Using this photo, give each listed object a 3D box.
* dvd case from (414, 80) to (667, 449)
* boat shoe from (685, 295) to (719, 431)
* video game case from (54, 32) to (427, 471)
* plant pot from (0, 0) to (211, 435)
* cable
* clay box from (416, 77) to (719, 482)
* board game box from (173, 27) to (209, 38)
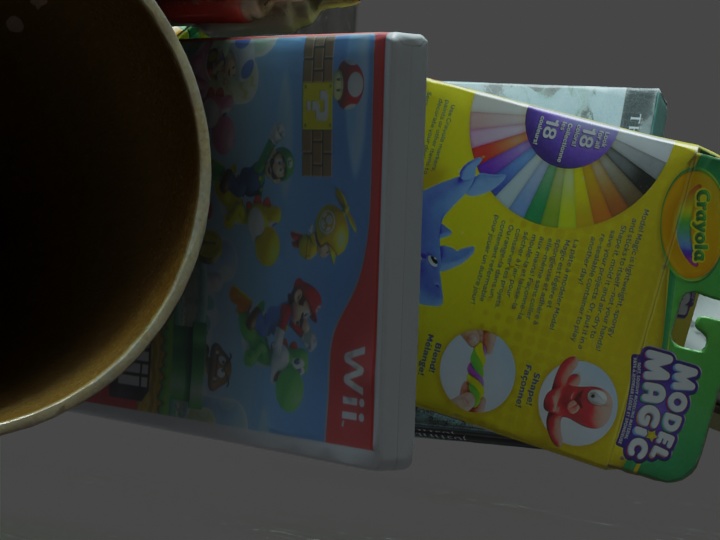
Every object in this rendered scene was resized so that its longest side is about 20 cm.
[{"bbox_3d":[0.011,-0.007,0.876,0.200,0.146,0.022,5,-20,22],"label":"dvd case"},{"bbox_3d":[0.105,-0.001,0.893,0.200,0.068,0.075,32,12,12],"label":"boat shoe"},{"bbox_3d":[-0.050,-0.011,0.804,0.017,0.143,0.200,0,3,-40],"label":"video game case"},{"bbox_3d":[-0.175,-0.023,0.816,0.186,0.187,0.200,3,-10,-23],"label":"plant pot"},{"bbox_3d":[-0.100,-0.097,0.838,0.200,0.050,0.097,-11,8,21],"label":"cable"},{"bbox_3d":[0.047,-0.004,0.805,0.200,0.115,0.048,17,3,26],"label":"clay box"},{"bbox_3d":[-0.128,-0.099,1.068,0.165,0.057,0.200,36,-29,20],"label":"board game box"}]
